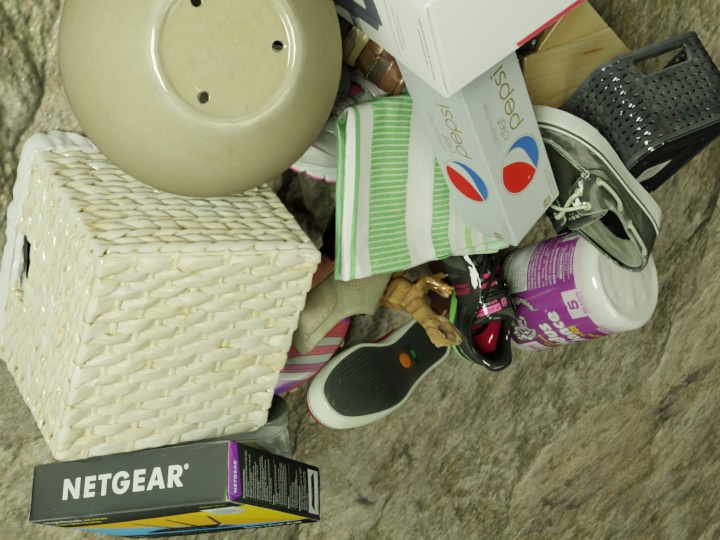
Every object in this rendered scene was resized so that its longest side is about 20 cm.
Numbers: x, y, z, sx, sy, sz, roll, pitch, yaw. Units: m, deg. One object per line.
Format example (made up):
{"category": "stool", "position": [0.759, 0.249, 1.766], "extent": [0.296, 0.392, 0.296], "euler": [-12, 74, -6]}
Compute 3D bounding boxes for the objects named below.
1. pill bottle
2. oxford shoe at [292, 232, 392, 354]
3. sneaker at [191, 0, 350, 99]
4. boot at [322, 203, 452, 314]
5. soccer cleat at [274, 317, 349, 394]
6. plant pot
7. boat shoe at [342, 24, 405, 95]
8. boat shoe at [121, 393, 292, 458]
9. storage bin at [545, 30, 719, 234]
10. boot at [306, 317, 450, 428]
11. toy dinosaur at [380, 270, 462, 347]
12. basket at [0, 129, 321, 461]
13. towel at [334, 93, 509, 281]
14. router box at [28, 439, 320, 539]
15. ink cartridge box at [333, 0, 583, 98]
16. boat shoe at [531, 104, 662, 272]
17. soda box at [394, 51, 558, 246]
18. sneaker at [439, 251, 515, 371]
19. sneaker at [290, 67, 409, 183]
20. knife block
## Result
{"category": "pill bottle", "position": [0.203, 0.024, 1.078], "extent": [0.111, 0.199, 0.114], "euler": [12, 71, -36]}
{"category": "oxford shoe", "position": [0.000, 0.000, 0.913], "extent": [0.199, 0.070, 0.076], "euler": [-34, 104, -26]}
{"category": "sneaker", "position": [-0.080, -0.184, 0.772], "extent": [0.198, 0.074, 0.090], "euler": [7, 114, -38]}
{"category": "boot", "position": [0.051, -0.020, 1.019], "extent": [0.198, 0.069, 0.190], "euler": [4, 123, -38]}
{"category": "soccer cleat", "position": [-0.096, 0.088, 0.989], "extent": [0.199, 0.067, 0.077], "euler": [-37, 134, -5]}
{"category": "plant pot", "position": [-0.095, -0.142, 0.664], "extent": [0.197, 0.134, 0.204], "euler": [-3, 101, -16]}
{"category": "boat shoe", "position": [0.070, -0.222, 0.847], "extent": [0.200, 0.068, 0.072], "euler": [-44, 177, -15]}
{"category": "boat shoe", "position": [-0.162, 0.155, 0.927], "extent": [0.198, 0.075, 0.066], "euler": [-6, 116, -1]}
{"category": "storage bin", "position": [0.262, -0.131, 1.014], "extent": [0.134, 0.095, 0.200], "euler": [-21, 166, -25]}
{"category": "boot", "position": [-0.011, 0.122, 1.024], "extent": [0.144, 0.073, 0.199], "euler": [-35, 174, 39]}
{"category": "toy dinosaur", "position": [0.024, 0.013, 0.953], "extent": [0.106, 0.198, 0.061], "euler": [-29, 122, -35]}
{"category": "basket", "position": [-0.166, 0.018, 0.802], "extent": [0.198, 0.161, 0.200], "euler": [-1, 124, -36]}
{"category": "towel", "position": [0.060, -0.077, 0.877], "extent": [0.198, 0.023, 0.155], "euler": [-12, 110, -37]}
{"category": "router box", "position": [-0.153, 0.189, 0.860], "extent": [0.197, 0.052, 0.149], "euler": [-12, 157, 24]}
{"category": "ink cartridge box", "position": [0.052, -0.238, 0.745], "extent": [0.144, 0.200, 0.085], "euler": [-35, 141, -11]}
{"category": "boat shoe", "position": [0.203, -0.071, 0.918], "extent": [0.199, 0.070, 0.064], "euler": [36, 59, -26]}
{"category": "soda box", "position": [0.097, -0.117, 0.826], "extent": [0.068, 0.063, 0.201], "euler": [-47, 135, -20]}
{"category": "sneaker", "position": [0.119, 0.011, 0.994], "extent": [0.076, 0.084, 0.202], "euler": [-25, 121, -14]}
{"category": "sneaker", "position": [-0.001, -0.137, 0.881], "extent": [0.198, 0.081, 0.089], "euler": [-17, 128, -37]}
{"category": "knife block", "position": [0.158, -0.183, 0.979], "extent": [0.199, 0.064, 0.176], "euler": [26, 104, -48]}
